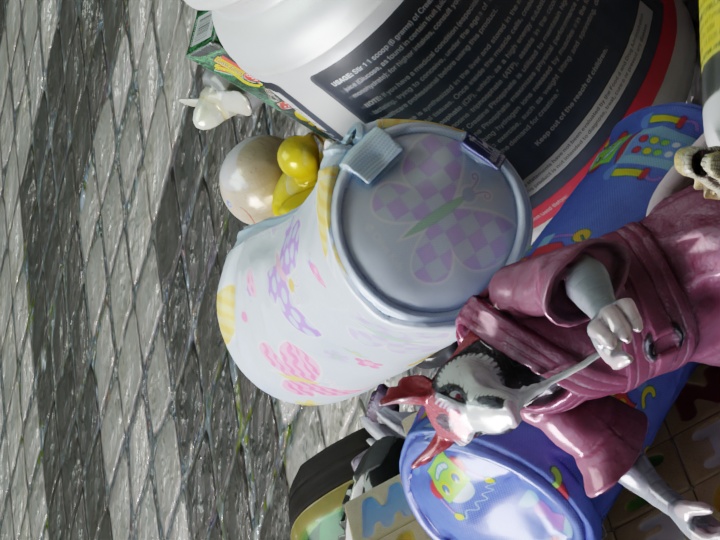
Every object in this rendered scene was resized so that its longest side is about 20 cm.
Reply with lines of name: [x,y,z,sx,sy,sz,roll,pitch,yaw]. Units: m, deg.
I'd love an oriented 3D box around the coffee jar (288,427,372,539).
coffee jar: [0.024,0.175,1.402,0.085,0.104,0.201,-31,45,20]

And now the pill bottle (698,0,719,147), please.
pill bottle: [0.156,-0.132,0.873,0.114,0.114,0.201,141,131,-70]

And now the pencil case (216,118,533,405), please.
pencil case: [0.000,0.000,1.190,0.083,0.091,0.200,-60,6,-18]

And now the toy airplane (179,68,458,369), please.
toy airplane: [-0.002,-0.054,1.389,0.141,0.199,0.201,2,104,32]

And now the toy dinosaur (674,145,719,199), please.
toy dinosaur: [0.170,0.023,0.860,0.101,0.200,0.058,-1,43,49]

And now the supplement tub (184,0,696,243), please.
supplement tub: [0.029,-0.111,1.209,0.140,0.200,0.141,-37,31,27]

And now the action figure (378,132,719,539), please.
action figure: [0.093,0.004,0.986,0.134,0.199,0.149,85,161,-48]

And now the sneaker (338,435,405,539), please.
sneaker: [0.056,0.157,1.236,0.070,0.090,0.201,-52,-47,-56]

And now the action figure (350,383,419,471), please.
action figure: [0.056,0.060,1.301,0.070,0.130,0.200,59,157,19]

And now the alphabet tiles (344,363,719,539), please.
alphabet tiles: [0.074,0.088,1.102,0.006,0.166,0.200,57,-171,-30]

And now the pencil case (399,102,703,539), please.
pencil case: [0.090,0.028,1.088,0.078,0.087,0.200,-27,22,53]

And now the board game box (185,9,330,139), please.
board game box: [0.014,-0.095,1.303,0.023,0.200,0.105,-19,51,47]
